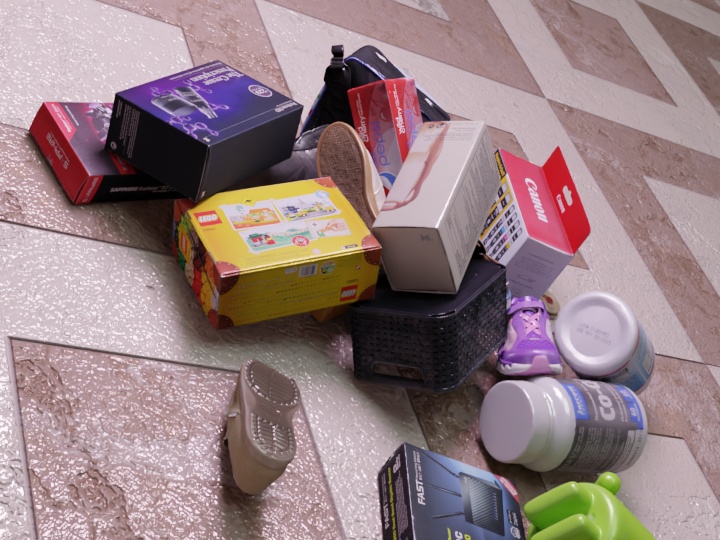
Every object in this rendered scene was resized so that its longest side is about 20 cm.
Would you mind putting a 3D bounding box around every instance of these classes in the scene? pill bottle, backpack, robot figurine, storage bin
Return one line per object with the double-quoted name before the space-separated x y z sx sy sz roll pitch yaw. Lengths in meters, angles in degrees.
"pill bottle" 0.330 0.108 1.638 0.109 0.108 0.200 56 7 29
"pill bottle" 0.246 0.188 1.506 0.198 0.114 0.115 8 42 -38
"backpack" 0.010 -0.188 1.688 0.200 0.191 0.154 43 27 5
"robot figurine" 0.257 0.309 1.335 0.200 0.115 0.177 44 24 -33
"storage bin" 0.085 0.058 1.477 0.133 0.095 0.200 6 20 27

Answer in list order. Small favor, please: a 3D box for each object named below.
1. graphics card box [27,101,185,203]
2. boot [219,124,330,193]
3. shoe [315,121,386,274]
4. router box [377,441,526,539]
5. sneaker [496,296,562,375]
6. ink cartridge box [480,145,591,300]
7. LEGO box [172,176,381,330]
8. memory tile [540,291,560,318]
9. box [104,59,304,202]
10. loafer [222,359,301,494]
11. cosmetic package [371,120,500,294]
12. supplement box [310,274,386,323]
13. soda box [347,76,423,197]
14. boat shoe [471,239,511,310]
"graphics card box" -0.281 -0.143 1.480 0.198 0.051 0.126 -5 51 -48
"boot" -0.088 -0.097 1.582 0.198 0.070 0.133 -24 92 -26
"shoe" -0.004 -0.086 1.511 0.053 0.069 0.203 34 36 -66
"router box" 0.100 0.289 1.285 0.148 0.062 0.202 21 35 -21
"sneaker" 0.212 0.080 1.568 0.079 0.090 0.200 4 8 1
"ink cartridge box" 0.219 -0.068 1.717 0.083 0.176 0.202 19 35 -24
"LEGO box" -0.096 -0.024 1.402 0.197 0.078 0.149 -10 41 -24
"memory tile" 0.197 -0.007 1.799 0.198 0.017 0.155 16 38 -29
"box" -0.180 -0.169 1.456 0.140 0.080 0.200 31 32 17
"loafer" -0.106 0.156 1.257 0.075 0.069 0.200 31 17 -12
"cosmetic package" 0.093 -0.078 1.462 0.086 0.104 0.201 2 41 25
"supplement box" 0.000 0.000 1.554 0.069 0.067 0.199 44 32 13
"soda box" 0.045 -0.136 1.553 0.070 0.063 0.203 -16 96 -52
"boat shoe" 0.135 -0.012 1.629 0.071 0.074 0.199 -15 27 -28
